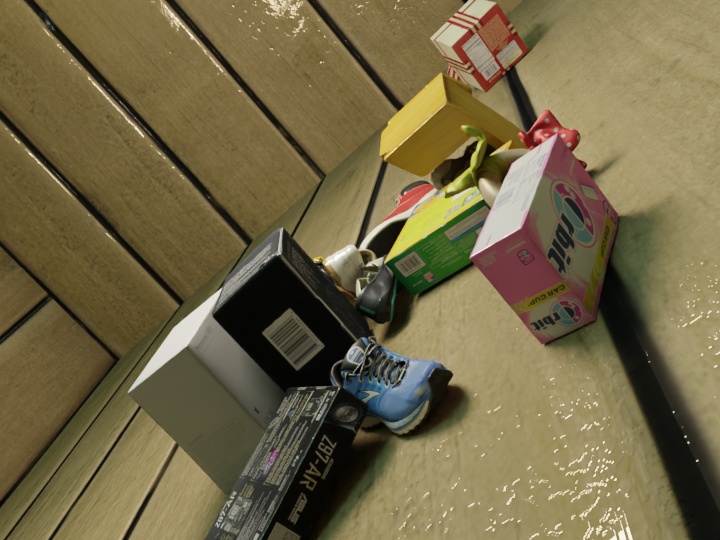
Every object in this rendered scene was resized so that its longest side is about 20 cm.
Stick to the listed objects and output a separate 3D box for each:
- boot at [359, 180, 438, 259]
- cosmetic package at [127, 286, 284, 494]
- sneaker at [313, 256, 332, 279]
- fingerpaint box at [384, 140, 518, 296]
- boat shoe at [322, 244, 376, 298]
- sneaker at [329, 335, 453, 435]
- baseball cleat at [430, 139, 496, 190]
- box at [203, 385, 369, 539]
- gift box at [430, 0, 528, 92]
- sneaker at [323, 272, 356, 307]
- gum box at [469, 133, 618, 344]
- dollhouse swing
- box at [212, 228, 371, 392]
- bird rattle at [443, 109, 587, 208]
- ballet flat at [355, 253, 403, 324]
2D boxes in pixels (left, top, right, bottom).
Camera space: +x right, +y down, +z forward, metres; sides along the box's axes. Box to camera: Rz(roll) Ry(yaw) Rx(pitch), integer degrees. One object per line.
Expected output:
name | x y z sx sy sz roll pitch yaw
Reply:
boot | 0.067 -0.085 1.392 0.199 0.073 0.144 -37 22 -9
cosmetic package | -0.194 0.164 1.131 0.122 0.200 0.200 -38 14 18
sneaker | -0.077 0.011 1.388 0.200 0.069 0.092 128 151 -68
fingerpaint box | 0.148 -0.074 1.137 0.199 0.073 0.168 -33 17 36
boat shoe | 0.000 0.000 1.271 0.069 0.071 0.200 -40 -12 4
sneaker | 0.022 0.121 0.854 0.079 0.089 0.199 -51 15 -29
baseball cleat | 0.202 -0.168 1.330 0.105 0.071 0.199 16 33 33
box | -0.083 0.224 0.860 0.202 0.043 0.160 -61 18 -21
gift box | 0.310 -0.581 2.075 0.184 0.201 0.187 -38 28 3
sneaker | -0.080 0.040 1.237 0.088 0.200 0.075 -49 35 -1
gum box | 0.191 -0.040 0.792 0.066 0.114 0.201 -31 17 39
dollhouse swing | 0.155 -0.205 1.291 0.181 0.176 0.201 -40 19 20
box | -0.086 0.067 1.081 0.124 0.200 0.197 -40 12 6
bird rattle | 0.205 -0.111 0.975 0.164 0.197 0.114 -117 33 -40
ballet flat | 0.030 0.015 1.175 0.073 0.073 0.200 -37 11 23
